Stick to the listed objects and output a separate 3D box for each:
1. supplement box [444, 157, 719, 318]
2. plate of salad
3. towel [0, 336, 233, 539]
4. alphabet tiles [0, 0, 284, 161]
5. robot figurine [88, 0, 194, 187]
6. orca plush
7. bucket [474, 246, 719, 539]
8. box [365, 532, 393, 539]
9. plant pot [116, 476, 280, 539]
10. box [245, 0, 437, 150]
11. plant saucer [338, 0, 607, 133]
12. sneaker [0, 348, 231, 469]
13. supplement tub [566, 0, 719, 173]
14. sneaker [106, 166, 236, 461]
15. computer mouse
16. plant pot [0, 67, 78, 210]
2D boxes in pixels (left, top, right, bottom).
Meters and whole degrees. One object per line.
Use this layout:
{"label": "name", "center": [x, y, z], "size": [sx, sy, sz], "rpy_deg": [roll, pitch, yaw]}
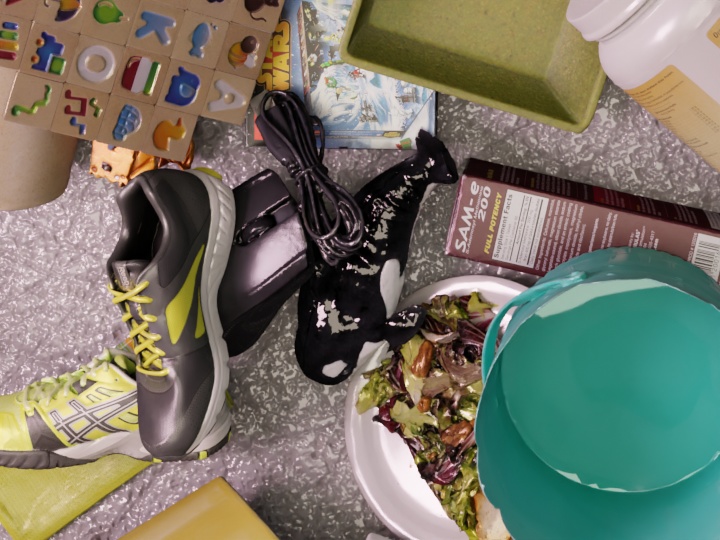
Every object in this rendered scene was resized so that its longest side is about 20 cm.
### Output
{"label": "supplement box", "center": [0.162, -0.024, 1.490], "size": [0.198, 0.109, 0.061], "rpy_deg": [14, 100, 4]}
{"label": "plate of salad", "center": [0.073, 0.102, 1.516], "size": [0.199, 0.048, 0.202], "rpy_deg": [-4, 82, 27]}
{"label": "towel", "center": [-0.194, 0.120, 1.588], "size": [0.199, 0.018, 0.086], "rpy_deg": [-36, 93, 9]}
{"label": "alphabet tiles", "center": [-0.148, -0.162, 1.405], "size": [0.199, 0.006, 0.168], "rpy_deg": [12, 104, -30]}
{"label": "robot figurine", "center": [-0.127, -0.161, 1.484], "size": [0.058, 0.145, 0.201], "rpy_deg": [22, 110, 10]}
{"label": "orca plush", "center": [0.000, 0.000, 1.499], "size": [0.105, 0.071, 0.200], "rpy_deg": [52, 121, 17]}
{"label": "bucket", "center": [0.170, 0.087, 1.391], "size": [0.205, 0.135, 0.209], "rpy_deg": [2, 105, 6]}
{"label": "box", "center": [0.023, 0.329, 1.481], "size": [0.130, 0.199, 0.201], "rpy_deg": [18, 121, 1]}
{"label": "plant pot", "center": [-0.125, 0.255, 1.523], "size": [0.189, 0.201, 0.201], "rpy_deg": [-43, 93, -7]}
{"label": "box", "center": [-0.012, -0.186, 1.517], "size": [0.136, 0.040, 0.202], "rpy_deg": [2, 98, 4]}
{"label": "plant saucer", "center": [0.093, -0.216, 1.471], "size": [0.198, 0.048, 0.202], "rpy_deg": [14, 99, -24]}
{"label": "sneaker", "center": [-0.193, 0.092, 1.535], "size": [0.198, 0.076, 0.077], "rpy_deg": [-5, 113, -6]}
{"label": "supplement tub", "center": [0.249, -0.150, 1.432], "size": [0.200, 0.144, 0.145], "rpy_deg": [39, 100, -12]}
{"label": "sneaker", "center": [-0.139, 0.026, 1.454], "size": [0.074, 0.084, 0.202], "rpy_deg": [-4, 80, 40]}
{"label": "computer mouse", "center": [-0.083, -0.017, 1.497], "size": [0.200, 0.052, 0.139], "rpy_deg": [-52, 54, 37]}
{"label": "plant pot", "center": [-0.257, -0.148, 1.482], "size": [0.199, 0.201, 0.185], "rpy_deg": [11, 111, 3]}
